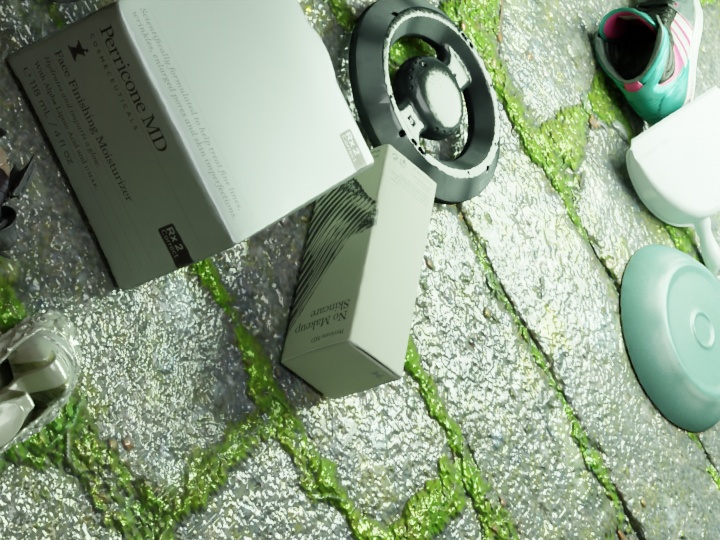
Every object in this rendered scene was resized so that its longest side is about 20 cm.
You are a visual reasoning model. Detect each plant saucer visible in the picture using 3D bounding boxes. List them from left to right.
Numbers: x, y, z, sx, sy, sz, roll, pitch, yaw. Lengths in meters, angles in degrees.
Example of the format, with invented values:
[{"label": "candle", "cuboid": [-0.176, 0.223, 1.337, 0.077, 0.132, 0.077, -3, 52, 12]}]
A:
[{"label": "plant saucer", "cuboid": [0.340, 0.064, 2.075, 0.200, 0.036, 0.200, 23, 58, -43]}]

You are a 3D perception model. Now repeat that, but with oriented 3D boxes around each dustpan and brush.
[{"label": "dustpan and brush", "cuboid": [0.356, -0.076, 2.133, 0.139, 0.057, 0.200, -32, 103, -24]}]

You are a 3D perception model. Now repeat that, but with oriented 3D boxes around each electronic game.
[{"label": "electronic game", "cuboid": [0.061, -0.156, 1.834, 0.200, 0.042, 0.200, 23, 57, -41]}]

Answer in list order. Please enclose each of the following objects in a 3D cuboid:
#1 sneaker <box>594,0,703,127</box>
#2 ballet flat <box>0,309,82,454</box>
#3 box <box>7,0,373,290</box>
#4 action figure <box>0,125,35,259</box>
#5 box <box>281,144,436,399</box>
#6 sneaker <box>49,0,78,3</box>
[{"label": "sneaker", "cuboid": [0.301, -0.259, 2.135, 0.121, 0.083, 0.200, 36, 50, -48]}, {"label": "ballet flat", "cuboid": [-0.235, 0.089, 1.364, 0.072, 0.072, 0.200, 58, 39, -15]}, {"label": "box", "cuboid": [-0.124, -0.121, 1.531, 0.200, 0.131, 0.199, -34, 100, -51]}, {"label": "action figure", "cuboid": [-0.297, -0.081, 1.366, 0.200, 0.069, 0.130, 52, 35, -27]}, {"label": "box", "cuboid": [0.000, 0.000, 1.666, 0.068, 0.082, 0.200, 38, 47, -34]}, {"label": "sneaker", "cuboid": [-0.195, -0.280, 1.377, 0.074, 0.087, 0.200, -44, 131, -45]}]
